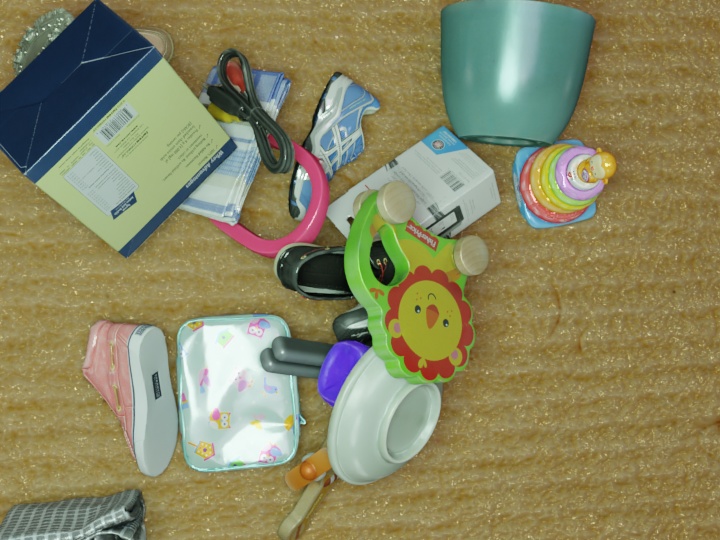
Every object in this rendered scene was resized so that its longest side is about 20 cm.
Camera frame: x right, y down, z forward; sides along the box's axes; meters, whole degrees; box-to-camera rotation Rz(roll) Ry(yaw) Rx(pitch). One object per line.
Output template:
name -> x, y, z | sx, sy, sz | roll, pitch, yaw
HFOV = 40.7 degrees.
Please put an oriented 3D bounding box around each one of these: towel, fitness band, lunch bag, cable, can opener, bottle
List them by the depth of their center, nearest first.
towel -> -0.336, 0.313, 1.137 | 0.164, 0.200, 0.086 | -4, 87, -10
cable -> -0.126, -0.195, 1.170 | 0.200, 0.050, 0.098 | 40, 114, 32
fitness band -> -0.120, -0.099, 1.216 | 0.200, 0.037, 0.144 | 33, 95, 33
bottle -> 0.028, 0.146, 1.216 | 0.065, 0.200, 0.084 | 19, 86, 37
towel -> -0.173, -0.162, 1.231 | 0.024, 0.146, 0.201 | 28, 80, -51
can opener -> -0.041, 0.108, 1.234 | 0.199, 0.053, 0.067 | 8, 47, -43
lunch bag -> -0.152, 0.156, 1.235 | 0.159, 0.077, 0.201 | -4, 88, -11

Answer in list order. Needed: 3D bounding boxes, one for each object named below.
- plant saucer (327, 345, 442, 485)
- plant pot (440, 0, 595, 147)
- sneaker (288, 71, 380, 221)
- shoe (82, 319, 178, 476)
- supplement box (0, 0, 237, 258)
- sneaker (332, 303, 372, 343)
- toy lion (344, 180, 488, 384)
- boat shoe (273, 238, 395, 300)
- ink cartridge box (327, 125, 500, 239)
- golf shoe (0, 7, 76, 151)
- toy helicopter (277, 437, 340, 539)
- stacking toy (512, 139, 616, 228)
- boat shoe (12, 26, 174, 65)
plant saucer -> 0.045, 0.171, 1.154 | 0.050, 0.200, 0.201 | 24, 82, 36
plant pot -> 0.195, -0.245, 1.254 | 0.199, 0.201, 0.162 | 5, 93, -9
sneaker -> -0.038, -0.155, 1.267 | 0.077, 0.076, 0.201 | 22, 89, -10
shoe -> -0.290, 0.158, 1.222 | 0.090, 0.071, 0.201 | 7, 110, 26
supplement box -> -0.291, -0.162, 1.141 | 0.200, 0.200, 0.134 | -45, 56, -5
sneaker -> 0.032, 0.036, 1.251 | 0.199, 0.074, 0.080 | -22, 80, -43
toy lion -> 0.059, 0.026, 1.114 | 0.200, 0.068, 0.193 | 33, 64, -29
boat shoe -> 0.000, 0.003, 1.153 | 0.200, 0.063, 0.074 | 0, 107, -27
ink cartridge box -> 0.066, -0.084, 1.258 | 0.199, 0.068, 0.116 | -35, 52, -9
golf shoe -> -0.376, -0.227, 1.184 | 0.200, 0.097, 0.079 | -51, 53, 28
toy helicopter -> -0.050, 0.266, 1.230 | 0.079, 0.132, 0.201 | 35, 101, 23
stacking toy -> 0.279, -0.122, 1.253 | 0.109, 0.200, 0.117 | -11, 90, -9
boat shoe -> -0.335, -0.270, 1.229 | 0.199, 0.065, 0.072 | -14, 89, -9
